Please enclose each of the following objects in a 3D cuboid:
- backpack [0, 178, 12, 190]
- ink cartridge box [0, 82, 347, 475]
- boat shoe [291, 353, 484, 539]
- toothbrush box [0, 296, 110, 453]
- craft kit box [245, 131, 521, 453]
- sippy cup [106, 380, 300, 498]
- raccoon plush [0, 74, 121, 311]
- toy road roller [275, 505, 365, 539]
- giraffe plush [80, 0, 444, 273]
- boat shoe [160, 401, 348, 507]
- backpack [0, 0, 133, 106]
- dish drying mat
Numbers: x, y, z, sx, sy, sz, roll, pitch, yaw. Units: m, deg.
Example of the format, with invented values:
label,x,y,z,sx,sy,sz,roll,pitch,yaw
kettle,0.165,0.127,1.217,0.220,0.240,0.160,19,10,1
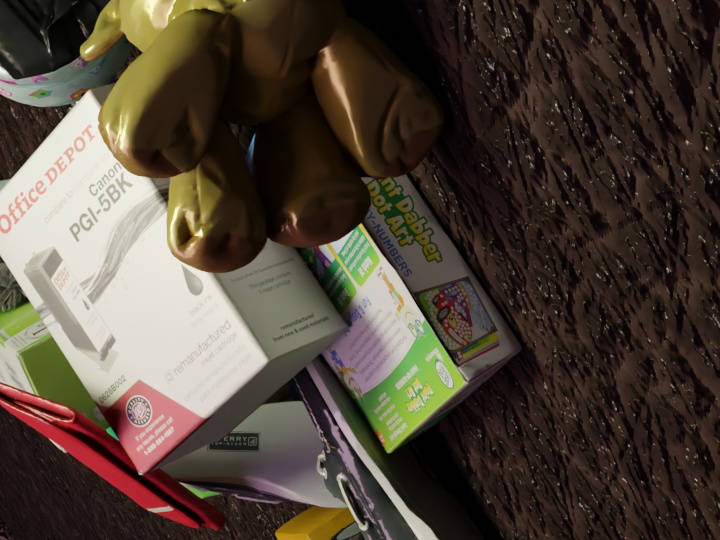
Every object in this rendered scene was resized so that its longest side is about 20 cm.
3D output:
label,x,y,z,sx,sy,sz,roll,pitch,yaw
backpack,-0.263,0.013,1.594,0.200,0.183,0.147,89,168,-57
ink cartridge box,-0.126,0.000,1.151,0.147,0.083,0.200,-42,77,36
boat shoe,0.005,0.135,1.225,0.200,0.060,0.076,57,-155,5
toothbrush box,-0.163,0.024,1.316,0.146,0.200,0.086,28,142,58
craft kit box,0.000,0.000,1.119,0.198,0.049,0.200,59,161,8
sippy cup,-0.121,0.097,1.424,0.178,0.130,0.140,54,161,16
raccoon plush,-0.214,-0.067,1.304,0.134,0.200,0.097,48,162,57
toy road roller,-0.027,0.260,1.405,0.123,0.146,0.200,61,161,-4
giraffe plush,-0.072,-0.120,0.972,0.162,0.173,0.200,-138,33,-58
boat shoe,-0.063,0.130,1.303,0.068,0.200,0.072,67,-155,-75
backpack,-0.231,-0.208,1.250,0.200,0.167,0.127,53,179,10
dish drying mat,-0.162,0.124,1.213,0.077,0.018,0.200,16,163,31
